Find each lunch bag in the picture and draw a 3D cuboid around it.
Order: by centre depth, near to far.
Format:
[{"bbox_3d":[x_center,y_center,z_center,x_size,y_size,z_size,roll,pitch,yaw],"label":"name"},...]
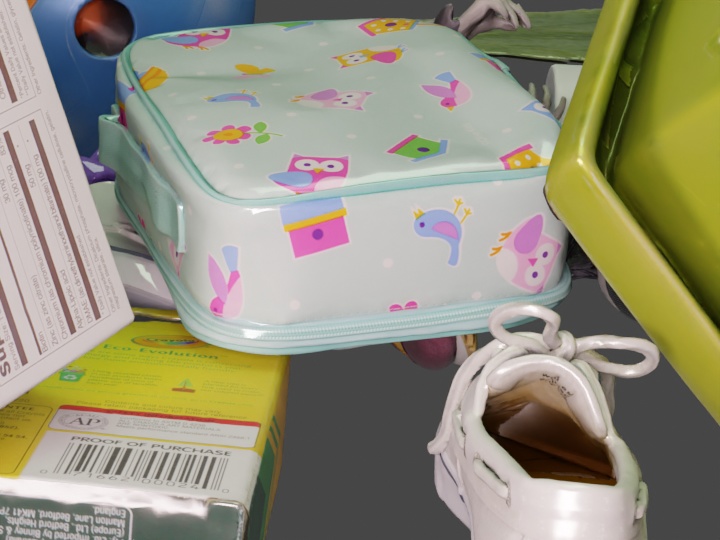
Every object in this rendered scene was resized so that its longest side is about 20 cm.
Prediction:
[{"bbox_3d":[-0.015,-0.038,0.829,0.160,0.077,0.200,-9,25,-15],"label":"lunch bag"}]

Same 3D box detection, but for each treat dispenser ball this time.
[{"bbox_3d":[-0.160,-0.158,1.223,0.200,0.202,0.201,4,15,-1],"label":"treat dispenser ball"}]

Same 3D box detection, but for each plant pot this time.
[{"bbox_3d":[0.186,-0.047,0.749,0.181,0.199,0.200,-25,26,32],"label":"plant pot"}]

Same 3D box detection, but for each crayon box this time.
[{"bbox_3d":[-0.091,0.060,0.728,0.126,0.051,0.200,6,16,2],"label":"crayon box"}]

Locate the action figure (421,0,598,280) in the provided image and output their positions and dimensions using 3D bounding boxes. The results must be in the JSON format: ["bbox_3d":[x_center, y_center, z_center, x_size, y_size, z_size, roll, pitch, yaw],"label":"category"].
[{"bbox_3d":[0.058,-0.077,1.076,0.200,0.102,0.119,41,-4,28],"label":"action figure"}]

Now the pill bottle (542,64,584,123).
[{"bbox_3d":[0.200,-0.064,1.159,0.199,0.112,0.111,5,15,0],"label":"pill bottle"}]

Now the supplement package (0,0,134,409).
[{"bbox_3d":[-0.200,-0.024,0.672,0.199,0.156,0.111,-8,17,34],"label":"supplement package"}]

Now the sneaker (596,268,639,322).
[{"bbox_3d":[0.219,0.011,0.986,0.199,0.073,0.112,-6,20,-9],"label":"sneaker"}]

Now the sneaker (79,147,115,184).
[{"bbox_3d":[-0.081,-0.039,1.034,0.080,0.084,0.200,12,16,23],"label":"sneaker"}]

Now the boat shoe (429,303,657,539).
[{"bbox_3d":[0.061,0.052,0.708,0.074,0.086,0.202,5,15,2],"label":"boat shoe"}]

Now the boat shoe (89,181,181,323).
[{"bbox_3d":[-0.113,-0.008,0.894,0.199,0.074,0.065,15,60,31],"label":"boat shoe"}]

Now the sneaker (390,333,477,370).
[{"bbox_3d":[0.000,0.000,0.952,0.090,0.075,0.200,0,8,-7],"label":"sneaker"}]
